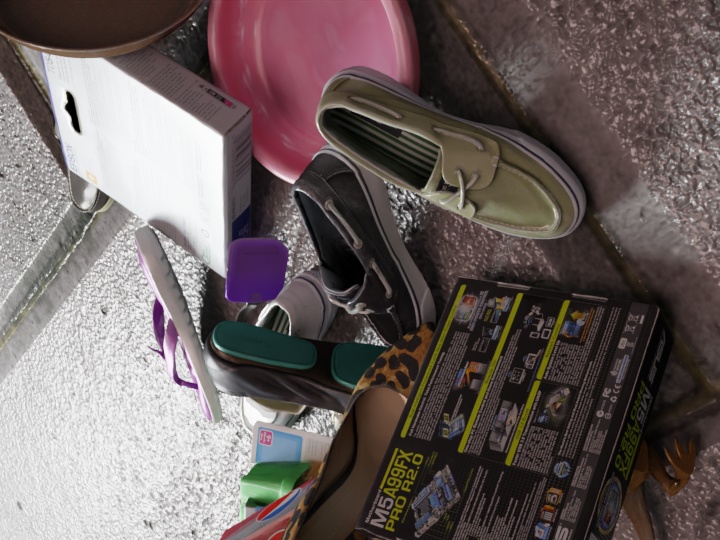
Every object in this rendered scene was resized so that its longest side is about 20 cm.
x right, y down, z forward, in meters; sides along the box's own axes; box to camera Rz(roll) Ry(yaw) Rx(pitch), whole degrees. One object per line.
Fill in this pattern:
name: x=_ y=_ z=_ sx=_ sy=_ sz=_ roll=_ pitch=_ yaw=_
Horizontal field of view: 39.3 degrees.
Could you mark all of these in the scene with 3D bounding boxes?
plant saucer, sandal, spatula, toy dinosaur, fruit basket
plant saucer: x=-0.211 y=-0.234 z=0.799 sx=0.199 sy=0.200 sz=0.032 roll=38 pitch=152 yaw=21
sandal: x=-0.183 y=0.056 z=0.960 sx=0.082 sy=0.049 sz=0.205 roll=-134 pitch=25 yaw=-71
plant saucer: x=-0.031 y=-0.164 z=0.763 sx=0.198 sy=0.051 sz=0.204 roll=17 pitch=119 yaw=33
spatula: x=-0.108 y=0.048 z=0.930 sx=0.201 sy=0.056 sz=0.021 roll=110 pitch=148 yaw=-43
toy dinosaur: x=0.191 y=0.149 z=0.719 sx=0.202 sy=0.060 sz=0.106 roll=64 pitch=158 yaw=7
fruit basket: x=-0.015 y=0.241 z=0.894 sx=0.197 sy=0.093 sz=0.188 roll=11 pitch=107 yaw=26

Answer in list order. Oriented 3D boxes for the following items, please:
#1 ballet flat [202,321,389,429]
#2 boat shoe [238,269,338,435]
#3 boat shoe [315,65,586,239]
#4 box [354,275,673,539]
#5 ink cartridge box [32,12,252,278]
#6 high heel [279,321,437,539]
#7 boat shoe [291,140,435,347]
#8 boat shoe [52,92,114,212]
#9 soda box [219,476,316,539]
ballet flat: x=-0.032 y=0.091 z=0.822 sx=0.197 sy=0.073 sz=0.074 roll=11 pitch=121 yaw=-2
boat shoe: x=-0.083 y=0.084 z=0.902 sx=0.073 sy=0.066 sz=0.202 roll=37 pitch=128 yaw=23
boat shoe: x=0.058 y=-0.069 z=0.681 sx=0.198 sy=0.062 sz=0.073 roll=25 pitch=127 yaw=2
box: x=0.104 y=0.108 z=0.678 sx=0.159 sy=0.202 sz=0.044 roll=7 pitch=153 yaw=37
ink cartridge box: x=-0.178 y=-0.109 z=0.858 sx=0.199 sy=0.043 sz=0.197 roll=35 pitch=150 yaw=15
high heel: x=0.005 y=0.132 z=0.709 sx=0.071 sy=0.142 sz=0.202 roll=26 pitch=95 yaw=10
boat shoe: x=0.000 y=0.000 z=0.757 sx=0.071 sy=0.068 sz=0.202 roll=18 pitch=143 yaw=36
boat shoe: x=-0.261 y=-0.138 z=0.958 sx=0.071 sy=0.066 sz=0.203 roll=37 pitch=128 yaw=21
soda box: x=-0.023 y=0.205 z=0.825 sx=0.198 sy=0.063 sz=0.071 roll=-32 pitch=94 yaw=9
